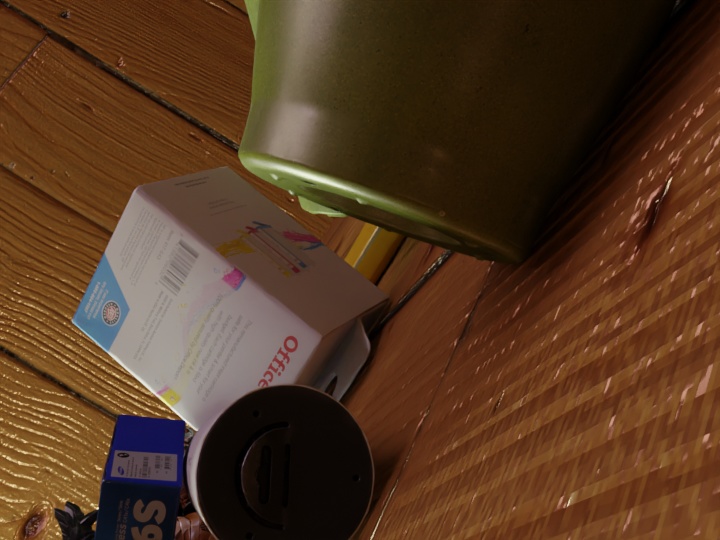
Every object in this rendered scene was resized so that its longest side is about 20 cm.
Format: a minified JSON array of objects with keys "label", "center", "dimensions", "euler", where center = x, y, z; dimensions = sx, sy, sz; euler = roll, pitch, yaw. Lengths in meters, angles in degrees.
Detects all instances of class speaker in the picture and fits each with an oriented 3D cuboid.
[{"label":"speaker","center":[-0.051,0.105,0.521],"dimensions":[0.082,0.081,0.200],"euler":[-60,4,-15]}]

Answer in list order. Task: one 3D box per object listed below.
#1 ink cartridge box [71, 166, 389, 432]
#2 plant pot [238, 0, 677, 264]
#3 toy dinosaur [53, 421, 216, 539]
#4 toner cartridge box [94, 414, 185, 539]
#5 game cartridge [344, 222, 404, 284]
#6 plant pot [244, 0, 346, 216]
[{"label":"ink cartridge box","center":[-0.087,0.037,0.754],"dimensions":[0.129,0.200,0.125],"euler":[-57,-13,24]},{"label":"plant pot","center":[0.039,-0.112,0.423],"dimensions":[0.200,0.199,0.194],"euler":[-168,97,-85]},{"label":"toy dinosaur","center":[-0.135,0.192,0.707],"dimensions":[0.135,0.103,0.200],"euler":[-17,25,12]},{"label":"toner cartridge box","center":[-0.135,0.194,0.572],"dimensions":[0.095,0.043,0.202],"euler":[-121,40,-76]},{"label":"game cartridge","center":[0.000,0.000,1.009],"dimensions":[0.201,0.032,0.176],"euler":[-60,4,16]},{"label":"plant pot","center":[0.002,-0.149,0.842],"dimensions":[0.200,0.198,0.192],"euler":[-78,-16,-77]}]
